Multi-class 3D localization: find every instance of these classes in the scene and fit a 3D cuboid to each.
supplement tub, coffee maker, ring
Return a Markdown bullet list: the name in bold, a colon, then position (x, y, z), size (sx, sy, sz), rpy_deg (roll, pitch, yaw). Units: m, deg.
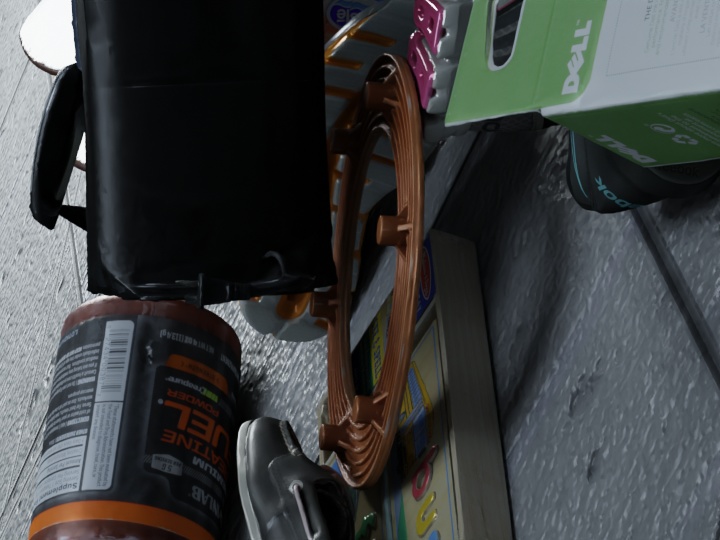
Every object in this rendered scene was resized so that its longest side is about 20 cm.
- **supplement tub**: position (-0.126, 0.120, 1.540), size (0.107, 0.107, 0.200), rpy_deg (136, 145, -54)
- **coffee maker**: position (-0.062, -0.090, 1.252), size (0.192, 0.135, 0.200), rpy_deg (5, 98, 62)
- **ring**: position (0.000, 0.000, 1.275), size (0.200, 0.019, 0.201), rpy_deg (-176, 90, -80)

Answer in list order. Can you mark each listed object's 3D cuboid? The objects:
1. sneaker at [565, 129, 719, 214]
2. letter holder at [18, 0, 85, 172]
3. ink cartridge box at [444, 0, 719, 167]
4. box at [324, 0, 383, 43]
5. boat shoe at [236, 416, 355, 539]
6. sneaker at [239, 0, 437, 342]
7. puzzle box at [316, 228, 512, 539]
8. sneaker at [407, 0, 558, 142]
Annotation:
- **sneaker**: position (0.113, -0.117, 1.130), size (0.079, 0.075, 0.200), rpy_deg (142, 141, -63)
- **letter holder**: position (-0.139, -0.137, 1.447), size (0.142, 0.101, 0.200), rpy_deg (-51, 20, -2)
- **ink cartridge box**: position (0.126, -0.098, 1.017), size (0.200, 0.059, 0.104), rpy_deg (-6, 66, 50)
- **box**: position (-0.029, -0.187, 1.548), size (0.200, 0.095, 0.103), rpy_deg (-132, 60, -68)
- **boat shoe**: position (-0.016, 0.132, 1.239), size (0.057, 0.067, 0.200), rpy_deg (-20, 35, 8)
- **sneaker**: position (-0.014, -0.061, 1.435), size (0.077, 0.078, 0.200), rpy_deg (-92, 26, -57)
- **puzzle box**: position (0.021, 0.094, 1.278), size (0.133, 0.025, 0.200), rpy_deg (-57, 24, 36)
- **sneaker**: position (0.078, -0.150, 1.226), size (0.074, 0.087, 0.200), rpy_deg (-139, 57, -74)
